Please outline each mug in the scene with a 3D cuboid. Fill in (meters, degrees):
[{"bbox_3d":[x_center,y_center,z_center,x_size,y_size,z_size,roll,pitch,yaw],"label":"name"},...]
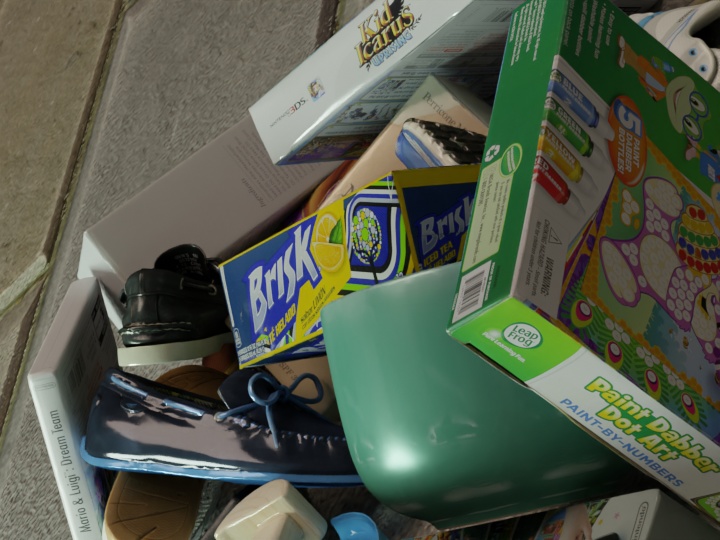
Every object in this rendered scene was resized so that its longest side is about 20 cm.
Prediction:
[{"bbox_3d":[0.081,0.055,0.978,0.184,0.115,0.152,-13,-7,9],"label":"mug"}]

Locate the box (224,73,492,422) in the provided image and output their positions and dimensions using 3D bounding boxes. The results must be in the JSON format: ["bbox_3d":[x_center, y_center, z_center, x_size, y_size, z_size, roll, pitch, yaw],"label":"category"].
[{"bbox_3d":[0.023,-0.011,1.248,0.200,0.095,0.078,-51,-21,12],"label":"box"}]

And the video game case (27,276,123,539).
[{"bbox_3d":[-0.170,0.118,1.349,0.024,0.183,0.200,-12,16,3],"label":"video game case"}]

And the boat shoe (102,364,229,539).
[{"bbox_3d":[-0.123,0.134,1.300,0.200,0.071,0.069,-66,-5,-57],"label":"boat shoe"}]

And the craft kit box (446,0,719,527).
[{"bbox_3d":[0.136,-0.003,0.908,0.048,0.197,0.200,-30,33,39],"label":"craft kit box"}]

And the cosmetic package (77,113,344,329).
[{"bbox_3d":[-0.098,-0.042,1.454,0.200,0.071,0.101,-37,-7,-20],"label":"cosmetic package"}]

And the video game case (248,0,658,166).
[{"bbox_3d":[0.059,-0.133,1.270,0.181,0.200,0.046,-38,71,36],"label":"video game case"}]

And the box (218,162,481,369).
[{"bbox_3d":[0.000,0.000,1.122,0.200,0.070,0.065,-27,73,56],"label":"box"}]

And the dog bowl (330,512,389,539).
[{"bbox_3d":[-0.035,0.205,1.151,0.200,0.050,0.112,-29,34,48],"label":"dog bowl"}]

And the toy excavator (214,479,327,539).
[{"bbox_3d":[-0.099,0.215,1.084,0.200,0.100,0.195,-39,15,10],"label":"toy excavator"}]

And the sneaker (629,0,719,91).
[{"bbox_3d":[0.168,-0.078,1.114,0.087,0.075,0.200,-22,39,43],"label":"sneaker"}]

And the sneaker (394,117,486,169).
[{"bbox_3d":[0.068,-0.005,1.133,0.089,0.078,0.200,-53,50,26],"label":"sneaker"}]

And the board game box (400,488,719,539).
[{"bbox_3d":[0.072,0.190,0.944,0.200,0.064,0.148,-23,39,54],"label":"board game box"}]

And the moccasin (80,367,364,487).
[{"bbox_3d":[-0.071,0.088,1.194,0.199,0.080,0.068,4,82,17],"label":"moccasin"}]

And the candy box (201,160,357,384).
[{"bbox_3d":[-0.027,0.007,1.398,0.200,0.056,0.117,-45,26,26],"label":"candy box"}]

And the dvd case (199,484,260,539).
[{"bbox_3d":[-0.116,0.207,1.266,0.200,0.018,0.143,-52,-6,7],"label":"dvd case"}]

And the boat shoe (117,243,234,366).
[{"bbox_3d":[-0.110,0.017,1.296,0.074,0.066,0.199,-6,3,15],"label":"boat shoe"}]
